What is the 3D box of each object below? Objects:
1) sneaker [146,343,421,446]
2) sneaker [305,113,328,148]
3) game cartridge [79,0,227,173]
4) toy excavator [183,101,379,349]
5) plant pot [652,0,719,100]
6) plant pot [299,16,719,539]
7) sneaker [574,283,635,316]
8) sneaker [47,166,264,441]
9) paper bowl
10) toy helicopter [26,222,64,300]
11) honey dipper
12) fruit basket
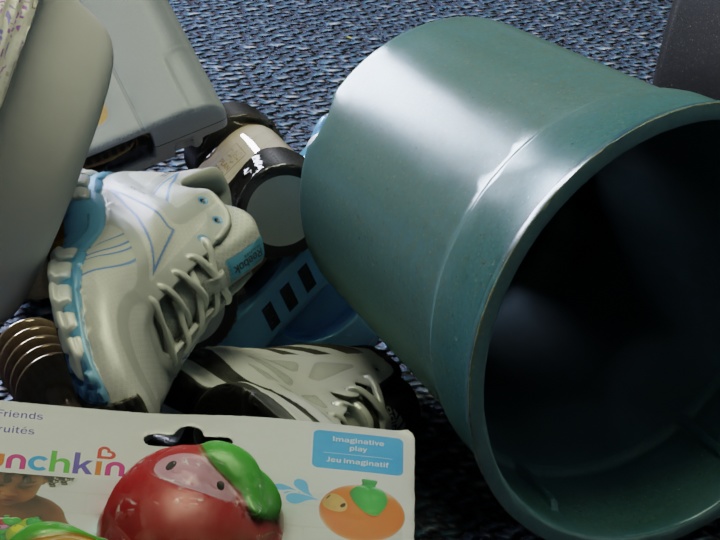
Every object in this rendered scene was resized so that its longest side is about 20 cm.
[{"bbox_3d":[-0.010,0.068,1.133,0.115,0.076,0.200,-12,22,-28],"label":"sneaker"},{"bbox_3d":[0.061,-0.045,1.453,0.199,0.073,0.072,9,20,15],"label":"sneaker"},{"bbox_3d":[-0.180,-0.084,1.272,0.199,0.042,0.133,-23,63,-10],"label":"game cartridge"},{"bbox_3d":[0.000,0.000,1.299,0.194,0.200,0.100,-46,28,1],"label":"toy excavator"},{"bbox_3d":[0.328,-0.192,1.718,0.200,0.178,0.199,-14,25,-34],"label":"plant pot"},{"bbox_3d":[0.082,-0.010,1.151,0.200,0.201,0.196,-10,27,-28],"label":"plant pot"},{"bbox_3d":[0.201,0.039,1.248,0.199,0.079,0.095,12,11,23],"label":"sneaker"},{"bbox_3d":[-0.084,0.004,1.128,0.086,0.075,0.200,-12,31,3],"label":"sneaker"},{"bbox_3d":[-0.174,-0.054,1.124,0.104,0.201,0.201,21,17,-12],"label":"paper bowl"},{"bbox_3d":[-0.160,-0.084,1.353,0.079,0.201,0.132,11,2,23],"label":"toy helicopter"},{"bbox_3d":[-0.120,0.078,1.167,0.038,0.038,0.200,-7,26,-21],"label":"honey dipper"},{"bbox_3d":[-0.070,0.109,0.943,0.185,0.094,0.200,5,41,-1],"label":"fruit basket"}]
